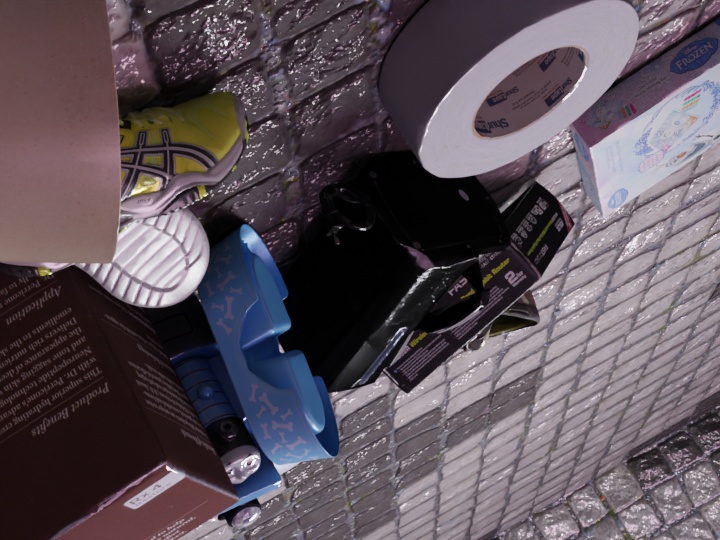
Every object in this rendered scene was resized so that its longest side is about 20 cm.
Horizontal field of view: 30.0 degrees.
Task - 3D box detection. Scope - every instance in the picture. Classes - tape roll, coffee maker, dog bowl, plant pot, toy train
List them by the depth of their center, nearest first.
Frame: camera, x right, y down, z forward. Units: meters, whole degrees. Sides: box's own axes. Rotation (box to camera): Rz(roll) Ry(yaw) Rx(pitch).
[{"bbox_3d":[-0.225,-0.084,0.624,0.198,0.189,0.188,-8,151,-18],"label":"plant pot"},{"bbox_3d":[0.115,-0.159,1.034,0.199,0.066,0.201,-28,158,-12],"label":"tape roll"},{"bbox_3d":[-0.077,0.065,1.089,0.049,0.202,0.111,-23,177,9],"label":"dog bowl"},{"bbox_3d":[-0.136,0.116,1.118,0.086,0.201,0.115,-21,146,-19],"label":"toy train"},{"bbox_3d":[0.000,0.000,1.172,0.190,0.136,0.200,13,135,-29],"label":"coffee maker"}]

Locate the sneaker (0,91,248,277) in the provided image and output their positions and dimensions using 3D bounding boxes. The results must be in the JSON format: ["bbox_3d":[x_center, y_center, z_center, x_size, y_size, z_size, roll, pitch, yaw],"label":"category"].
[{"bbox_3d":[-0.151,-0.072,0.852,0.199,0.075,0.077,-36,124,-34],"label":"sneaker"}]

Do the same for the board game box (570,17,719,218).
[{"bbox_3d":[0.306,-0.153,1.332,0.198,0.044,0.200,-34,158,2],"label":"board game box"}]

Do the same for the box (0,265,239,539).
[{"bbox_3d":[-0.222,0.115,0.989,0.165,0.201,0.164,-31,159,2],"label":"box"}]

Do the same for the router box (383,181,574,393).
[{"bbox_3d":[0.111,0.016,1.326,0.200,0.062,0.150,-45,180,31],"label":"router box"}]

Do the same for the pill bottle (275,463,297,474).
[{"bbox_3d":[-0.156,0.189,1.357,0.199,0.109,0.109,-30,158,-3],"label":"pill bottle"}]

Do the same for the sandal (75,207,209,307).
[{"bbox_3d":[-0.179,-0.035,0.939,0.083,0.050,0.202,-50,143,6],"label":"sandal"}]

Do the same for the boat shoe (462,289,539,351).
[{"bbox_3d":[0.123,0.057,1.502,0.199,0.066,0.072,-16,154,-35],"label":"boat shoe"}]
